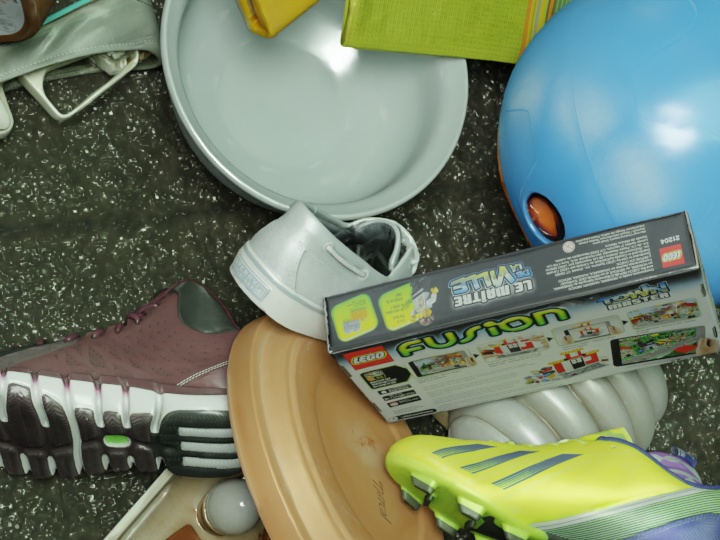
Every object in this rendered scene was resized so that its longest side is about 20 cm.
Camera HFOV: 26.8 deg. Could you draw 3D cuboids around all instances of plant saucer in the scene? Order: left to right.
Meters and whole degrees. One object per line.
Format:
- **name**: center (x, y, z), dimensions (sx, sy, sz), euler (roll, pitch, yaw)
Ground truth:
- **plant saucer**: center (-0.005, 0.113, 0.847), dimensions (0.201, 0.032, 0.201), euler (51, 23, -31)

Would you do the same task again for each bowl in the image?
- **bowl**: center (-0.040, -0.116, 0.943), dimensions (0.199, 0.090, 0.203), euler (7, 72, -21)

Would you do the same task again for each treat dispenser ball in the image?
- **treat dispenser ball**: center (0.180, -0.076, 0.896), dimensions (0.199, 0.201, 0.203), euler (7, 71, -20)

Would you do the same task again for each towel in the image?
- **towel**: center (0.083, -0.171, 0.931), dimensions (0.198, 0.018, 0.087), euler (1, 105, -28)

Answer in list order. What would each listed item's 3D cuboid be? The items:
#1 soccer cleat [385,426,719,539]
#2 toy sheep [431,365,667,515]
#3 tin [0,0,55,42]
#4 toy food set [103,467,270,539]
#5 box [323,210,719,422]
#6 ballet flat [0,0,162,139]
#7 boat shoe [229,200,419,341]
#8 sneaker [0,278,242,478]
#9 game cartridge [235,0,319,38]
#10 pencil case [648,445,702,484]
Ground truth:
- **soccer cleat**: center (0.113, 0.121, 0.844), dimensions (0.198, 0.065, 0.084), euler (17, 68, 7)
- **toy sheep**: center (0.112, 0.084, 0.926), dimensions (0.200, 0.138, 0.138), euler (-42, 92, -21)
- **tin**: center (-0.252, -0.173, 0.825), dimensions (0.042, 0.198, 0.112), euler (-65, 147, -24)
- **toy food set**: center (-0.056, 0.199, 0.855), dimensions (0.200, 0.060, 0.144), euler (44, 63, -4)
- **box**: center (0.091, 0.030, 0.823), dimensions (0.198, 0.110, 0.035), euler (-13, 60, 13)
- **ballet flat**: center (-0.204, -0.112, 0.889), dimensions (0.199, 0.067, 0.064), euler (-26, 96, -26)
- **boat shoe**: center (0.000, 0.000, 0.881), dimensions (0.072, 0.069, 0.199), euler (51, 16, 32)
- **sneaker**: center (-0.147, 0.054, 0.861), dimensions (0.198, 0.076, 0.116), euler (6, 44, 0)
- **game cartridge**: center (-0.015, -0.260, 0.867), dimensions (0.200, 0.032, 0.177), euler (-40, 130, -22)
- **pencil case**: center (0.203, 0.188, 0.900), dimensions (0.084, 0.200, 0.085), euler (-44, 113, 10)
